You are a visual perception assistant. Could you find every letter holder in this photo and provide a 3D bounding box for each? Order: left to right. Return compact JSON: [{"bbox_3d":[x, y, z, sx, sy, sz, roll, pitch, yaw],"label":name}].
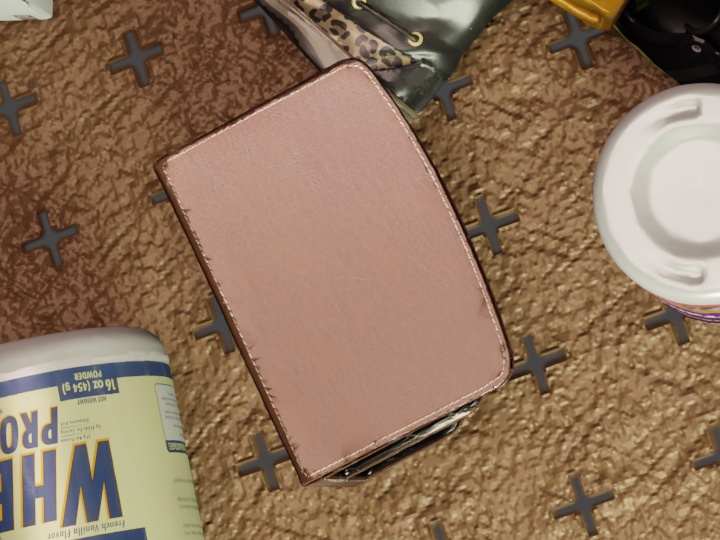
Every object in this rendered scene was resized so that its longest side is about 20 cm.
[{"bbox_3d":[0.000,0.000,1.593,0.142,0.101,0.200,-28,79,12],"label":"letter holder"}]

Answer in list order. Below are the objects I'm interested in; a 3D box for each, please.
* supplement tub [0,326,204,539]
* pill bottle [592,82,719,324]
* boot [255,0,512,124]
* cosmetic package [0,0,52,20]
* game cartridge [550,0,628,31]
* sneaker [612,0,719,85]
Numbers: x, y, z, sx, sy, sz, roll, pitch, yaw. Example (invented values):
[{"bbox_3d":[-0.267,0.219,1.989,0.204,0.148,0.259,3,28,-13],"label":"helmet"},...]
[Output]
[{"bbox_3d":[-0.161,0.143,1.595,0.145,0.145,0.201,-14,81,11],"label":"supplement tub"},{"bbox_3d":[0.189,-0.029,1.505,0.111,0.200,0.112,-1,84,13],"label":"pill bottle"},{"bbox_3d":[0.006,-0.194,1.630,0.151,0.073,0.200,-42,81,7],"label":"boot"},{"bbox_3d":[-0.227,-0.251,1.671,0.081,0.113,0.201,2,82,13],"label":"cosmetic package"},{"bbox_3d":[0.111,-0.255,1.561,0.176,0.032,0.200,32,75,5],"label":"game cartridge"},{"bbox_3d":[0.204,-0.117,1.571,0.200,0.083,0.072,32,92,14],"label":"sneaker"}]
